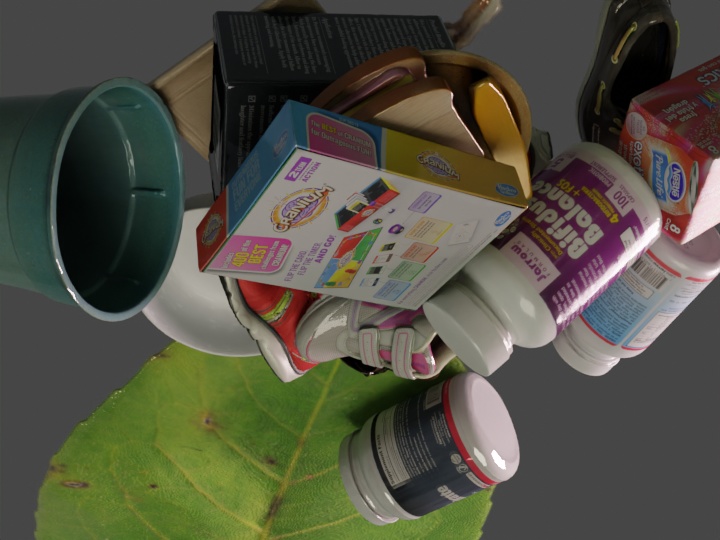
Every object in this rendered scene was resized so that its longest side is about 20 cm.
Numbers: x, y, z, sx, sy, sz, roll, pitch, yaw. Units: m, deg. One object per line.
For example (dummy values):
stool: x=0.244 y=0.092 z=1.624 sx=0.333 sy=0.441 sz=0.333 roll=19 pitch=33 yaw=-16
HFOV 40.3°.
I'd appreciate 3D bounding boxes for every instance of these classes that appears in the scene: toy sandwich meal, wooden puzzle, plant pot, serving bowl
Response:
toy sandwich meal: x=0.049 y=-0.086 z=0.762 sx=0.202 sy=0.071 sz=0.207 roll=-8 pitch=137 yaw=-8
wooden puzzle: x=-0.075 y=-0.154 z=0.904 sx=0.184 sy=0.038 sz=0.200 roll=-28 pitch=137 yaw=22
plant pot: x=-0.285 y=-0.067 z=0.848 sx=0.194 sy=0.202 sz=0.201 roll=6 pitch=140 yaw=18
serving bowl: x=-0.130 y=-0.005 z=0.997 sx=0.197 sy=0.066 sz=0.202 roll=2 pitch=132 yaw=2

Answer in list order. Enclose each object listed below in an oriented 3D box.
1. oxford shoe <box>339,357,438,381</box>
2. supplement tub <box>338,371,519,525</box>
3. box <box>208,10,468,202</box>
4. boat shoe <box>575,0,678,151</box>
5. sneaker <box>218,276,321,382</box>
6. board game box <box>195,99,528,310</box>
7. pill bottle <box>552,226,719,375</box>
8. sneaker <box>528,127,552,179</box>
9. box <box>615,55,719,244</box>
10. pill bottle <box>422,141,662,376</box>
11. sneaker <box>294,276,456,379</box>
oxford shoe: x=0.021 y=0.094 z=1.134 sx=0.199 sy=0.085 sz=0.073 roll=27 pitch=127 yaw=-31
supplement tub: x=0.086 y=0.227 z=1.236 sx=0.199 sy=0.141 sz=0.140 roll=-29 pitch=132 yaw=24
box: x=-0.025 y=-0.126 z=0.830 sx=0.197 sy=0.108 sz=0.150 roll=-2 pitch=135 yaw=-13
boat shoe: x=0.240 y=-0.161 z=0.888 sx=0.071 sy=0.061 sz=0.203 roll=-7 pitch=137 yaw=-2
sneaker: x=-0.080 y=0.019 z=0.940 sx=0.084 sy=0.077 sz=0.201 roll=-28 pitch=132 yaw=0
board game box: x=0.000 y=-0.038 z=0.725 sx=0.198 sy=0.041 sz=0.153 roll=12 pitch=141 yaw=-32
pill bottle: x=0.292 y=0.022 z=1.063 sx=0.108 sy=0.110 sz=0.201 roll=14 pitch=134 yaw=-19
sneaker: x=0.133 y=-0.061 z=0.989 sx=0.084 sy=0.077 sz=0.202 roll=10 pitch=126 yaw=1
box: x=0.325 y=-0.121 z=0.864 sx=0.199 sy=0.096 sz=0.100 roll=-27 pitch=144 yaw=-25
pill bottle: x=0.151 y=-0.007 z=0.834 sx=0.200 sy=0.112 sz=0.113 roll=-42 pitch=135 yaw=-12
sneaker: x=0.035 y=0.055 z=0.902 sx=0.197 sy=0.089 sz=0.082 roll=-15 pitch=142 yaw=8
